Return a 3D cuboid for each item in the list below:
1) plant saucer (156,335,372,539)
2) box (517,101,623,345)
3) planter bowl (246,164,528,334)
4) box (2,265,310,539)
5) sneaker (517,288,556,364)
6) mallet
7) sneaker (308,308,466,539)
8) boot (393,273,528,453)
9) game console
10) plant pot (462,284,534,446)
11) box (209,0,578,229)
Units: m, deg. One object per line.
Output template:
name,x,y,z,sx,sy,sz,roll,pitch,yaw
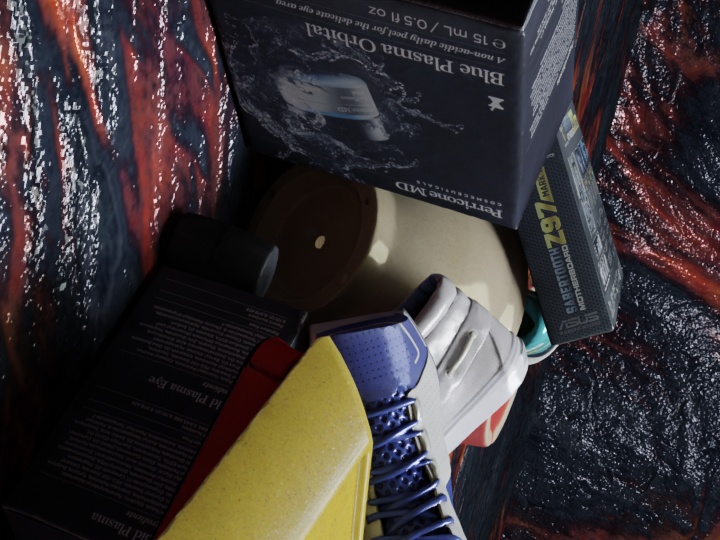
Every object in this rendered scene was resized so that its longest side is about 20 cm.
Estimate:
plant saucer,-0.049,0.168,0.676,0.200,0.048,0.202,-51,155,-45
box,0.150,-0.046,0.999,0.200,0.050,0.160,-44,118,-73
planter bowl,0.000,0.000,0.942,0.134,0.198,0.203,31,75,-46
box,-0.108,0.138,0.807,0.201,0.103,0.183,89,23,-48
sneaker,0.060,0.027,1.033,0.080,0.197,0.079,18,78,-76
mallet,-0.083,0.042,0.871,0.201,0.065,0.041,89,22,-50
sneaker,0.028,0.129,0.777,0.115,0.079,0.202,-126,-155,-68
boot,0.010,0.093,0.862,0.200,0.095,0.074,-47,-159,3
game console,-0.068,0.150,0.724,0.178,0.031,0.201,-58,159,-30
plant pot,0.050,0.059,1.161,0.200,0.175,0.203,18,90,-75
box,0.025,-0.147,0.809,0.201,0.194,0.118,79,32,-60
